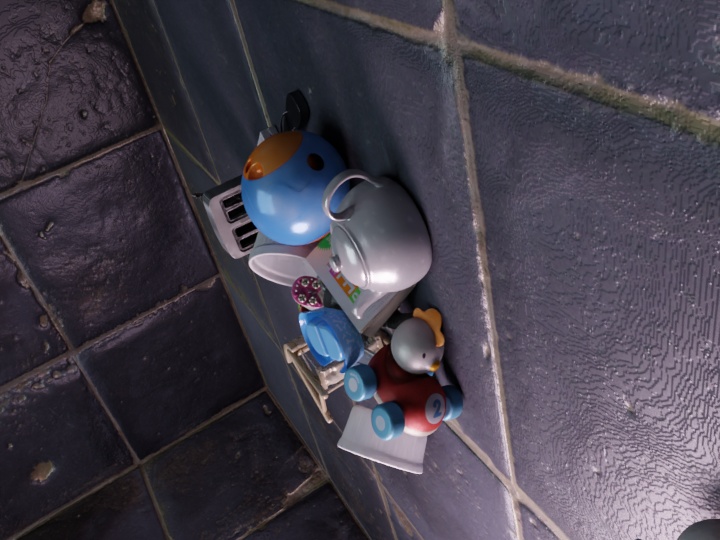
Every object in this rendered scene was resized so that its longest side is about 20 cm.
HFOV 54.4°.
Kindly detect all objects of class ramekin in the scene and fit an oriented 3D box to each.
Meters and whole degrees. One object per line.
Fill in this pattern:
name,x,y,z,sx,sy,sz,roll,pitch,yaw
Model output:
ramekin,0.054,0.370,1.549,0.196,0.100,0.201,16,169,3
ramekin,-0.132,-0.045,1.482,0.201,0.195,0.108,116,164,-69

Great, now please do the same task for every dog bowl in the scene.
dog bowl,-0.054,0.125,1.318,0.199,0.049,0.114,4,116,66

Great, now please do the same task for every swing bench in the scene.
swing bench,-0.044,0.184,1.541,0.201,0.196,0.131,50,159,32

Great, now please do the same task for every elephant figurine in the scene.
elephant figurine,0.011,0.058,1.358,0.200,0.152,0.145,139,136,-62

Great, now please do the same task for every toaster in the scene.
toaster,-0.313,-0.149,1.844,0.118,0.197,0.184,32,146,65

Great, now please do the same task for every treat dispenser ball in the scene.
treat dispenser ball,-0.116,-0.148,1.260,0.202,0.198,0.203,53,160,28

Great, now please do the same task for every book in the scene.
book,0.000,0.000,1.275,0.201,0.134,0.048,50,-167,33

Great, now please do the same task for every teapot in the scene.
teapot,0.013,-0.046,1.128,0.203,0.144,0.197,62,162,4

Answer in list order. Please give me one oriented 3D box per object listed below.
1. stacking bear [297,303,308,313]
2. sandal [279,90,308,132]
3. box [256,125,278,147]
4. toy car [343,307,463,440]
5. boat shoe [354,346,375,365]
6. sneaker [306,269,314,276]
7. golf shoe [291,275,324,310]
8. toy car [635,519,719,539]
stacking bear,-0.110,0.065,1.730,0.200,0.119,0.116,-128,25,-59
sandal,-0.140,-0.284,1.397,0.077,0.042,0.201,57,162,18
box,-0.219,-0.278,1.643,0.042,0.038,0.200,62,163,6
toy car,0.101,0.163,1.220,0.177,0.181,0.203,49,130,35
boat shoe,0.073,0.202,1.395,0.196,0.067,0.072,17,164,25
sneaker,-0.101,-0.024,1.633,0.202,0.077,0.091,58,171,35
golf shoe,-0.057,0.068,1.502,0.196,0.077,0.091,24,167,-9
toy car,0.357,0.314,0.702,0.183,0.175,0.204,31,115,35
